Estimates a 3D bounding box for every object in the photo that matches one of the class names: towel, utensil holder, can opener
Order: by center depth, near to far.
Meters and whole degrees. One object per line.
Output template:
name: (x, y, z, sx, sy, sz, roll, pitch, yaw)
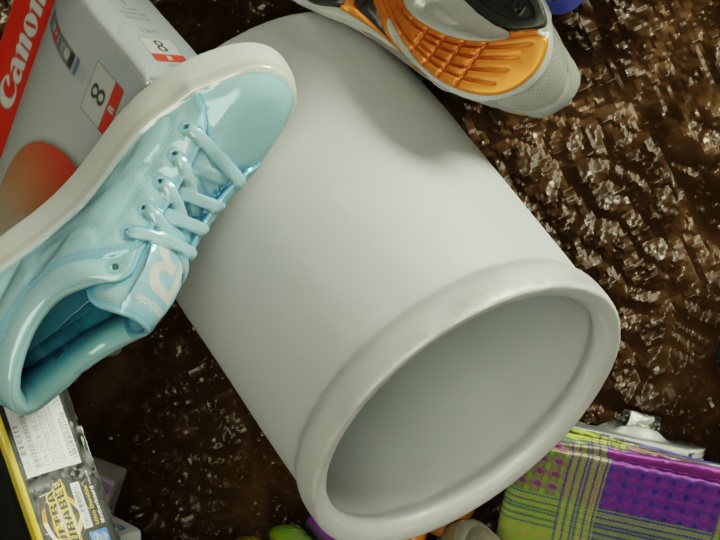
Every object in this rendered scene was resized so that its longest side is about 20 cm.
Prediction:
utensil holder: (0.000, 0.000, 1.360, 0.170, 0.170, 0.200, -40, 58, 6)
towel: (0.166, 0.152, 1.441, 0.199, 0.023, 0.144, 11, 123, 3)
can opener: (0.076, 0.088, 1.452, 0.199, 0.053, 0.067, 10, 94, 4)

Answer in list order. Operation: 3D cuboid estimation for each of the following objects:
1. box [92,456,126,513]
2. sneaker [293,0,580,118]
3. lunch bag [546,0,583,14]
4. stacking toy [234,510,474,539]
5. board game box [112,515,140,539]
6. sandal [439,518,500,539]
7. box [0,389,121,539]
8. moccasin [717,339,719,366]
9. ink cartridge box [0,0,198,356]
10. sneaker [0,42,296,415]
box: (-0.221, 0.088, 1.480, 0.199, 0.041, 0.039, 20, 98, 1)
sneaker: (0.022, -0.130, 1.361, 0.200, 0.092, 0.076, 42, 92, 29)
lunch bag: (0.076, -0.213, 1.354, 0.170, 0.200, 0.124, 44, 96, -1)
stacking toy: (-0.024, 0.163, 1.451, 0.200, 0.116, 0.110, -34, 135, -11)
board game box: (-0.156, 0.204, 1.423, 0.034, 0.134, 0.201, -15, 113, -37)
sandal: (0.104, 0.188, 1.411, 0.054, 0.082, 0.200, -28, 118, 24)
box: (-0.179, 0.151, 1.366, 0.049, 0.200, 0.160, -18, 84, -37)
moccasin: (0.247, -0.019, 1.411, 0.080, 0.068, 0.201, 30, 96, 33)
ink cartridge box: (-0.157, -0.079, 1.377, 0.200, 0.050, 0.163, 46, 126, 35)
sneaker: (-0.094, -0.011, 1.267, 0.200, 0.074, 0.082, -45, 49, 7)
